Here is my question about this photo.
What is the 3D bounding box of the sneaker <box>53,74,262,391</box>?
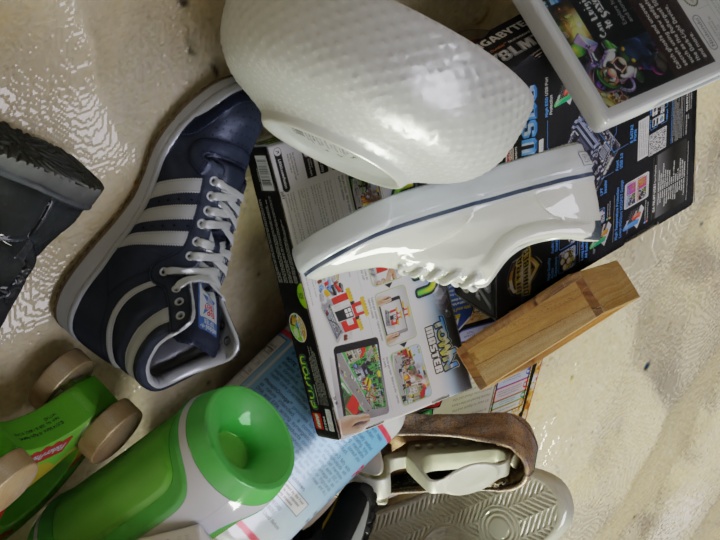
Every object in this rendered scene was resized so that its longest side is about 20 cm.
[{"bbox_3d":[-0.099,-0.018,1.495,0.200,0.108,0.070,-55,143,5],"label":"sneaker"}]

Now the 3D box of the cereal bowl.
[{"bbox_3d":[0.000,-0.106,1.438,0.200,0.199,0.084,32,81,-52],"label":"cereal bowl"}]

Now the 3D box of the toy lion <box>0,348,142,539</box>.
[{"bbox_3d":[-0.248,0.153,1.498,0.192,0.069,0.200,-52,167,26],"label":"toy lion"}]

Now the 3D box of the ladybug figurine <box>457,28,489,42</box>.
[{"bbox_3d":[0.087,-0.083,1.660,0.136,0.072,0.200,-42,142,-10],"label":"ladybug figurine"}]

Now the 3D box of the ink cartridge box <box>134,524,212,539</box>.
[{"bbox_3d":[-0.168,0.264,1.521,0.199,0.129,0.125,-15,146,10],"label":"ink cartridge box"}]

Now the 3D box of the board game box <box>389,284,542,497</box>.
[{"bbox_3d":[0.073,0.066,1.791,0.151,0.046,0.201,-14,130,-38],"label":"board game box"}]

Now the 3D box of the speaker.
[{"bbox_3d":[-0.132,0.151,1.553,0.088,0.089,0.200,2,150,-46],"label":"speaker"}]

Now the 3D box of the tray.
[{"bbox_3d":[0.133,0.035,1.662,0.098,0.037,0.200,-33,174,12],"label":"tray"}]

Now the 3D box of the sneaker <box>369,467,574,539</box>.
[{"bbox_3d":[0.090,0.189,1.833,0.084,0.199,0.075,-6,82,-53],"label":"sneaker"}]

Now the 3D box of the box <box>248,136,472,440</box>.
[{"bbox_3d":[0.000,0.000,1.584,0.110,0.035,0.201,-19,101,-28],"label":"box"}]

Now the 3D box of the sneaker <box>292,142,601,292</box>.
[{"bbox_3d":[0.056,-0.020,1.509,0.199,0.071,0.073,-18,176,9],"label":"sneaker"}]

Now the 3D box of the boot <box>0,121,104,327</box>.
[{"bbox_3d":[-0.259,0.003,1.395,0.200,0.066,0.165,-51,141,9],"label":"boot"}]

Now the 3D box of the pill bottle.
[{"bbox_3d":[-0.041,0.103,1.656,0.200,0.109,0.109,-44,142,-7],"label":"pill bottle"}]

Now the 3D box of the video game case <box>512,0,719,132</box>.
[{"bbox_3d":[0.171,-0.204,1.557,0.181,0.201,0.023,-24,168,-30],"label":"video game case"}]

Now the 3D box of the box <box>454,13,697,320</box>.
[{"bbox_3d":[0.146,-0.093,1.614,0.198,0.050,0.201,-29,133,-29],"label":"box"}]

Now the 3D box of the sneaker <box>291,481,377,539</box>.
[{"bbox_3d":[-0.063,0.226,1.683,0.201,0.090,0.070,-62,178,10],"label":"sneaker"}]

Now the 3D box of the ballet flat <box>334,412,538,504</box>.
[{"bbox_3d":[0.032,0.136,1.722,0.199,0.067,0.068,-5,123,-4],"label":"ballet flat"}]
